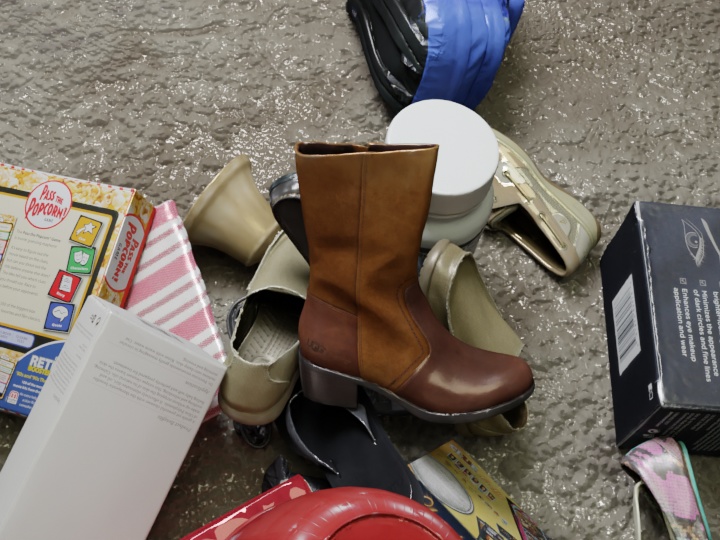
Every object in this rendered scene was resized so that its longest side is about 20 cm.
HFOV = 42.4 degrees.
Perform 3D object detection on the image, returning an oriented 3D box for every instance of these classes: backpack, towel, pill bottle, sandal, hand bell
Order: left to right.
[{"bbox_3d":[-0.190,0.055,0.801,0.145,0.030,0.203,-28,68,10],"label":"towel"},{"bbox_3d":[-0.063,-0.003,0.862,0.199,0.104,0.104,40,63,2],"label":"hand bell"},{"bbox_3d":[-0.017,0.127,0.712,0.076,0.043,0.200,-51,38,-1],"label":"sandal"},{"bbox_3d":[0.054,-0.049,0.822,0.111,0.201,0.115,4,59,-6],"label":"pill bottle"},{"bbox_3d":[0.086,-0.269,0.971,0.164,0.163,0.203,-5,61,-14],"label":"backpack"}]

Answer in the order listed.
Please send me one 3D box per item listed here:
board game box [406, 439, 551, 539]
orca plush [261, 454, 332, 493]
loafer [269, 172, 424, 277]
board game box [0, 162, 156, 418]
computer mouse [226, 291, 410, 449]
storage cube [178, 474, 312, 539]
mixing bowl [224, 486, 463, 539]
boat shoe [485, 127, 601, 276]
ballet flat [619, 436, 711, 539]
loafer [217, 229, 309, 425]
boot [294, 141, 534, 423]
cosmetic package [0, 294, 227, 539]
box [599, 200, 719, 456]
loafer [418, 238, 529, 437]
[{"bbox_3d":[0.115,0.224,0.722,0.200,0.135,0.035,44,103,17],"label":"board game box"},{"bbox_3d":[0.004,0.229,0.758,0.198,0.107,0.071,28,16,21],"label":"orca plush"},{"bbox_3d":[0.000,0.000,0.741,0.199,0.072,0.073,39,46,-32],"label":"loafer"},{"bbox_3d":[-0.276,0.019,0.785,0.149,0.046,0.204,12,75,16],"label":"board game box"},{"bbox_3d":[-0.023,0.070,0.828,0.196,0.046,0.143,-12,80,-3],"label":"computer mouse"},{"bbox_3d":[-0.081,0.279,0.629,0.178,0.201,0.172,-25,65,-26],"label":"storage cube"},{"bbox_3d":[0.002,0.202,0.526,0.196,0.109,0.203,10,52,-13],"label":"mixing bowl"},{"bbox_3d":[0.145,-0.074,0.924,0.199,0.072,0.065,41,62,9],"label":"boat shoe"},{"bbox_3d":[0.268,0.241,0.767,0.070,0.069,0.203,-19,70,3],"label":"ballet flat"},{"bbox_3d":[-0.058,0.029,0.759,0.074,0.069,0.202,17,52,0],"label":"loafer"},{"bbox_3d":[0.043,0.004,0.680,0.184,0.204,0.069,8,23,12],"label":"boot"},{"bbox_3d":[-0.196,0.135,0.695,0.107,0.084,0.203,30,84,-27],"label":"cosmetic package"},{"bbox_3d":[0.335,0.058,0.845,0.195,0.118,0.200,5,61,-3],"label":"box"},{"bbox_3d":[0.099,0.060,0.772,0.066,0.202,0.076,4,43,31],"label":"loafer"}]
